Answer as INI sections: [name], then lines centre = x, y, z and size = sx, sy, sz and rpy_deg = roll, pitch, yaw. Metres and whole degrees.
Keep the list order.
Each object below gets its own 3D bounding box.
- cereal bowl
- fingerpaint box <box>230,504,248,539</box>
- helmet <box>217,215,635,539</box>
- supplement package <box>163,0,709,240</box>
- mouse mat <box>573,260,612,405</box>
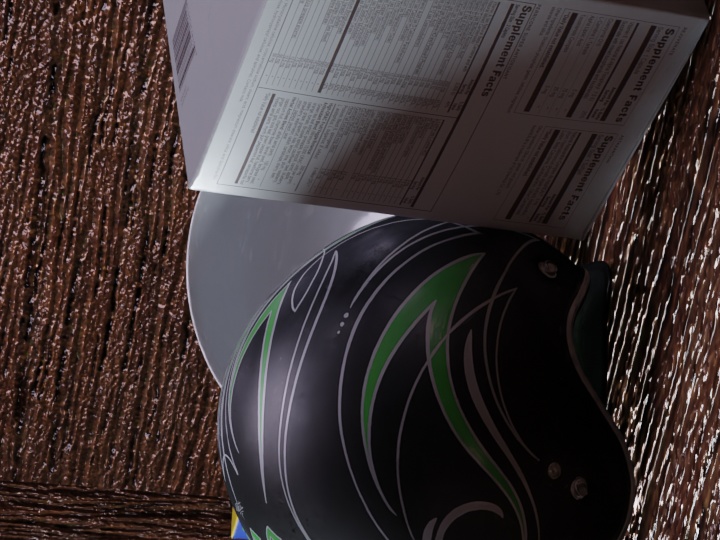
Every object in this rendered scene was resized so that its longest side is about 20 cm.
[cereal bowl]
centre = 0.000, 0.000, 1.348
size = 0.083, 0.200, 0.201
rpy_deg = -1, -81, -52
[fingerpaint box]
centre = 0.008, 0.119, 1.490
size = 0.200, 0.166, 0.074
rpy_deg = 111, 164, -69
[helmet]
centre = 0.029, 0.070, 1.149
size = 0.200, 0.199, 0.191
rpy_deg = 130, 121, -81
[supplement package]
centre = 0.027, -0.127, 1.101
size = 0.151, 0.199, 0.152
rpy_deg = 116, 153, -43
[mouse mat]
centre = 0.088, 0.101, 1.257
size = 0.161, 0.008, 0.201
rpy_deg = 161, 115, -65
